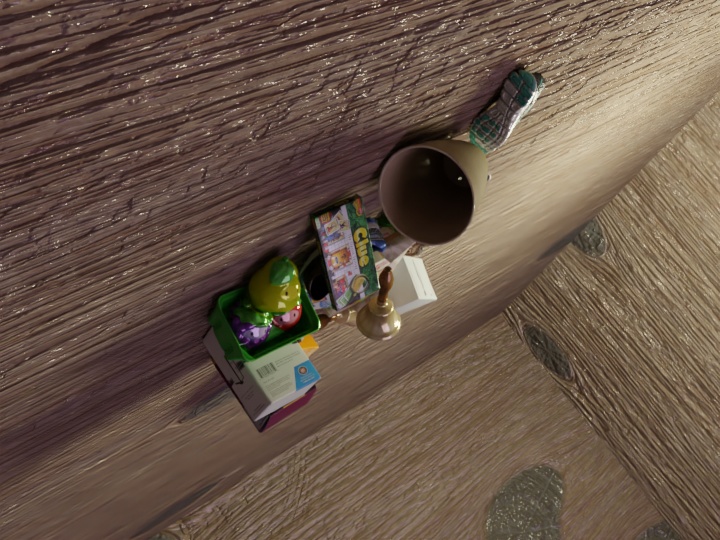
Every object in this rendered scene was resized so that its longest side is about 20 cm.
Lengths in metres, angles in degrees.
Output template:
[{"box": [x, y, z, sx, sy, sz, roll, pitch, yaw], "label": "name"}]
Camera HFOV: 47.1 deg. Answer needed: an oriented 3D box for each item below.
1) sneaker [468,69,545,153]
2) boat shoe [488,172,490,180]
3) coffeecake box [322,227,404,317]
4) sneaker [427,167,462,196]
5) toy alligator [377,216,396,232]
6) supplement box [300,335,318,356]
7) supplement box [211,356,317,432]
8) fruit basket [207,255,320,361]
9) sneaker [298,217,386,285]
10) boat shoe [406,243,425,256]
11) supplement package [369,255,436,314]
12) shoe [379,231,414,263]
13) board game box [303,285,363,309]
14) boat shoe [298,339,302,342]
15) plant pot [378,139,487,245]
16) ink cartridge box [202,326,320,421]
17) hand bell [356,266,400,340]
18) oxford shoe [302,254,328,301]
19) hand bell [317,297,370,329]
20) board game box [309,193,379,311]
[{"box": [0.290, -0.306, 1.598, 0.091, 0.078, 0.200, -28, 164, -46], "label": "sneaker"}, {"box": [0.195, -0.168, 1.753, 0.200, 0.066, 0.072, -29, 137, -31], "label": "boat shoe"}, {"box": [0.000, 0.000, 1.838, 0.153, 0.073, 0.200, -25, 160, -37], "label": "coffeecake box"}, {"box": [0.147, -0.174, 1.677, 0.200, 0.078, 0.077, -26, 175, -26], "label": "sneaker"}, {"box": [0.120, -0.122, 1.785, 0.200, 0.054, 0.059, -28, 163, -34], "label": "toy alligator"}, {"box": [-0.214, 0.226, 2.020, 0.200, 0.074, 0.126, -42, 164, 19], "label": "supplement box"}, {"box": [-0.209, 0.221, 1.770, 0.131, 0.200, 0.103, -29, 164, -32], "label": "supplement box"}, {"box": [-0.165, 0.068, 1.551, 0.215, 0.156, 0.216, -26, 178, -1], "label": "fruit basket"}, {"box": [-0.034, -0.024, 1.664, 0.200, 0.085, 0.077, -35, 165, -8], "label": "sneaker"}, {"box": [0.110, -0.075, 1.878, 0.072, 0.076, 0.200, -5, 169, -14], "label": "boat shoe"}, {"box": [0.098, 0.040, 2.044, 0.117, 0.117, 0.200, -22, 172, 16], "label": "supplement package"}, {"box": [0.124, -0.084, 1.699, 0.200, 0.053, 0.070, -32, 174, 18], "label": "shoe"}, {"box": [-0.086, 0.048, 1.723, 0.199, 0.030, 0.096, -7, 150, -12], "label": "board game box"}, {"box": [-0.138, 0.104, 1.854, 0.076, 0.072, 0.200, -49, 171, -19], "label": "boat shoe"}, {"box": [0.161, -0.169, 1.546, 0.187, 0.187, 0.200, -49, 174, 37], "label": "plant pot"}, {"box": [-0.200, 0.177, 1.661, 0.146, 0.200, 0.084, -22, 161, -45], "label": "ink cartridge box"}, {"box": [0.049, 0.059, 1.832, 0.104, 0.104, 0.200, -31, 152, -25], "label": "hand bell"}, {"box": [-0.045, -0.024, 1.574, 0.072, 0.085, 0.200, 16, 118, -18], "label": "oxford shoe"}, {"box": [-0.064, 0.106, 1.911, 0.104, 0.104, 0.200, -46, 169, 29], "label": "hand bell"}, {"box": [-0.026, -0.032, 1.532, 0.105, 0.023, 0.201, -29, 123, -26], "label": "board game box"}]
